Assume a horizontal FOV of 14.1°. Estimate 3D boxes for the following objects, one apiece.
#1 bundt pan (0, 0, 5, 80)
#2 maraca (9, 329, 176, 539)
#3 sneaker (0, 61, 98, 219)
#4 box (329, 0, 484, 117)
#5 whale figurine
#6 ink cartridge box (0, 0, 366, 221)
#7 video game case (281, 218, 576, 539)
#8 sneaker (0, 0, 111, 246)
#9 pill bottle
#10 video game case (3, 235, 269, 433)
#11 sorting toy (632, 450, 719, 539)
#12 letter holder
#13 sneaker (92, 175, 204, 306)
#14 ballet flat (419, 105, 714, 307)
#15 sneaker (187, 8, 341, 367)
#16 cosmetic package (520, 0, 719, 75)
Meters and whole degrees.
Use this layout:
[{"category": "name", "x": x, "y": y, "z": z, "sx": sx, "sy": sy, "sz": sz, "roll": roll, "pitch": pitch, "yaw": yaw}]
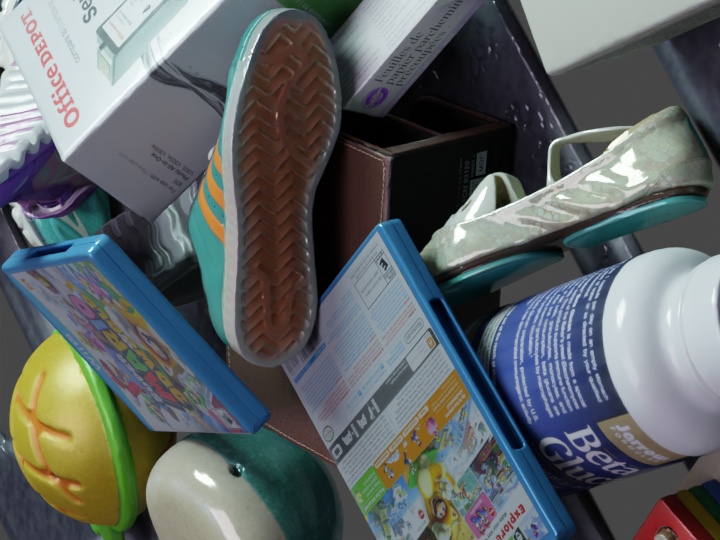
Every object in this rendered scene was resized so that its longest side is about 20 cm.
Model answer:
[{"category": "bundt pan", "x": -0.292, "y": -0.165, "z": 1.982, "sx": 0.201, "sy": 0.076, "sz": 0.203, "roll": 18, "pitch": 115, "yaw": 42}, {"category": "maraca", "x": -0.178, "y": 0.113, "z": 1.935, "sx": 0.200, "sy": 0.106, "sz": 0.138, "roll": 104, "pitch": 147, "yaw": -62}, {"category": "sneaker", "x": -0.200, "y": -0.066, "z": 1.791, "sx": 0.080, "sy": 0.200, "sz": 0.089, "roll": -5, "pitch": 114, "yaw": 21}, {"category": "box", "x": 0.051, "y": -0.168, "z": 1.604, "sx": 0.200, "sy": 0.039, "sz": 0.042, "roll": -49, "pitch": 58, "yaw": 26}, {"category": "whale figurine", "x": -0.065, "y": 0.175, "z": 1.852, "sx": 0.159, "sy": 0.104, "sz": 0.201, "roll": 42, "pitch": 154, "yaw": 29}, {"category": "ink cartridge box", "x": -0.100, "y": -0.151, "z": 1.683, "sx": 0.200, "sy": 0.084, "sz": 0.146, "roll": -44, "pitch": 43, "yaw": 13}, {"category": "video game case", "x": 0.033, "y": 0.092, "z": 1.601, "sx": 0.201, "sy": 0.018, "sz": 0.143, "roll": 61, "pitch": 141, "yaw": 19}, {"category": "sneaker", "x": -0.189, "y": -0.094, "z": 1.901, "sx": 0.079, "sy": 0.077, "sz": 0.201, "roll": 1, "pitch": 103, "yaw": 37}, {"category": "pill bottle", "x": 0.147, "y": 0.051, "z": 1.556, "sx": 0.200, "sy": 0.111, "sz": 0.112, "roll": -22, "pitch": 86, "yaw": 48}, {"category": "video game case", "x": -0.137, "y": 0.041, "z": 1.740, "sx": 0.143, "sy": 0.018, "sz": 0.200, "roll": 48, "pitch": 163, "yaw": -13}, {"category": "sorting toy", "x": 0.202, "y": 0.229, "z": 1.586, "sx": 0.199, "sy": 0.069, "sz": 0.200, "roll": 50, "pitch": 133, "yaw": 24}, {"category": "letter holder", "x": 0.000, "y": 0.000, "z": 1.708, "sx": 0.142, "sy": 0.100, "sz": 0.201, "roll": 23, "pitch": 118, "yaw": 43}, {"category": "sneaker", "x": -0.076, "y": -0.030, "z": 1.805, "sx": 0.199, "sy": 0.082, "sz": 0.075, "roll": -20, "pitch": 70, "yaw": 30}, {"category": "ballet flat", "x": 0.102, "y": -0.035, "z": 1.595, "sx": 0.199, "sy": 0.067, "sz": 0.063, "roll": -21, "pitch": 75, "yaw": 24}, {"category": "sneaker", "x": -0.063, "y": -0.051, "z": 1.634, "sx": 0.080, "sy": 0.071, "sz": 0.201, "roll": 26, "pitch": 113, "yaw": 56}, {"category": "cosmetic package", "x": 0.177, "y": -0.175, "z": 1.461, "sx": 0.199, "sy": 0.103, "sz": 0.088, "roll": -21, "pitch": 88, "yaw": 47}]
